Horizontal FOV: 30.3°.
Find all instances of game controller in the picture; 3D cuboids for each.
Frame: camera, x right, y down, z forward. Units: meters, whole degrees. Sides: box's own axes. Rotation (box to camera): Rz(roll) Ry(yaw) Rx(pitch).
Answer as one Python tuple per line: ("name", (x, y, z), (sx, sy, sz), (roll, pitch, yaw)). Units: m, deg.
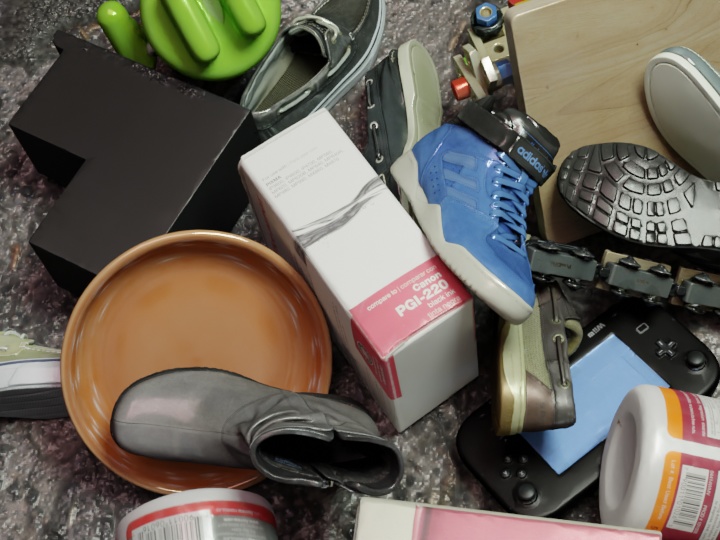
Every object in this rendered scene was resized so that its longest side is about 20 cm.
("game controller", (0.169, 0.102, 0.991), (0.199, 0.042, 0.104), (-35, 64, -14))

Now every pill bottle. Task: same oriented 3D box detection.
("pill bottle", (-0.100, 0.259, 0.891), (0.113, 0.114, 0.202), (-11, 61, -1))
("pill bottle", (0.271, 0.149, 0.903), (0.198, 0.110, 0.110), (12, 62, -3))

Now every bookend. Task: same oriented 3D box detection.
("bookend", (-0.211, -0.066, 1.092), (0.197, 0.092, 0.201), (23, 67, 19))

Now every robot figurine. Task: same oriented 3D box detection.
("robot figurine", (-0.126, -0.219, 1.121), (0.175, 0.200, 0.116), (-31, 102, 0))

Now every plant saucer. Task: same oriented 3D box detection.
("plant saucer", (-0.121, 0.067, 0.987), (0.198, 0.037, 0.202), (-2, 102, -11))

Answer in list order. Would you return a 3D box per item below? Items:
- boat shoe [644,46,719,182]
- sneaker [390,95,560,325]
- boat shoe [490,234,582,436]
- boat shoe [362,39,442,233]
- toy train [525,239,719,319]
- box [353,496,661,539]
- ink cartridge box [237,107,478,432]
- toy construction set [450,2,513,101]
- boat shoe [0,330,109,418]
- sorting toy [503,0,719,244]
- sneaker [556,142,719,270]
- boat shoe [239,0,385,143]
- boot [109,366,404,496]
("boat shoe", (0.288, -0.107, 1.024), (0.062, 0.200, 0.073), (-54, 27, -19))
("sneaker", (0.100, -0.055, 0.951), (0.111, 0.077, 0.200), (-42, 35, 12))
("boat shoe", (0.132, 0.049, 0.991), (0.064, 0.074, 0.201), (9, 42, 2))
("boat shoe", (0.029, -0.093, 1.100), (0.066, 0.074, 0.201), (-16, 66, 29))
("toy train", (0.207, 0.006, 1.003), (0.198, 0.046, 0.034), (11, 101, -20))
("box", (0.093, 0.230, 0.879), (0.198, 0.128, 0.110), (5, 62, 9))
("ink cartridge box", (0.000, 0.000, 1.003), (0.084, 0.146, 0.200), (-33, 64, -11))
("toy construction set", (0.160, -0.181, 1.125), (0.198, 0.092, 0.132), (-14, 61, -15))
("boat shoe", (-0.280, 0.077, 1.033), (0.198, 0.072, 0.063), (-4, 63, 7))
("sorting toy", (0.212, -0.147, 1.049), (0.198, 0.200, 0.070), (-19, 32, -8))
("sneaker", (0.244, -0.034, 1.022), (0.198, 0.088, 0.076), (17, 73, 7))
("boat shoe", (-0.037, -0.186, 1.151), (0.072, 0.071, 0.201), (22, 66, 17))
("boot", (-0.074, 0.110, 0.911), (0.198, 0.132, 0.071), (1, 94, -7))
